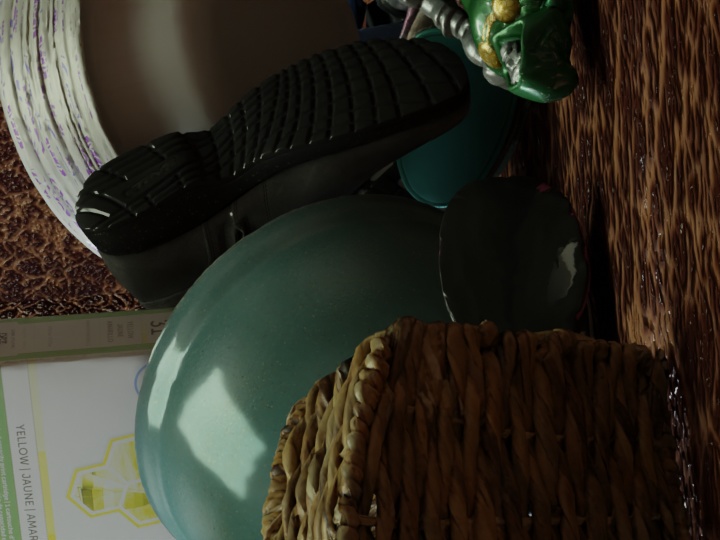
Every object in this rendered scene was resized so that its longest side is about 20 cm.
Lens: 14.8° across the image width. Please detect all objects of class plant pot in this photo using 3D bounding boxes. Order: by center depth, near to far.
[{"bbox_3d":[0.016,0.084,1.248,0.134,0.200,0.201,42,142,51],"label":"plant pot"}]

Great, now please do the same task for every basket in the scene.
[{"bbox_3d":[0.025,0.133,0.966,0.149,0.143,0.200,139,131,-56],"label":"basket"}]

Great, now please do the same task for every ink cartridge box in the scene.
[{"bbox_3d":[-0.078,0.087,1.305,0.048,0.200,0.146,-99,6,-61],"label":"ink cartridge box"}]

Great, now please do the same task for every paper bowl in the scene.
[{"bbox_3d":[-0.077,-0.101,1.390,0.201,0.104,0.201,20,-117,-47],"label":"paper bowl"}]

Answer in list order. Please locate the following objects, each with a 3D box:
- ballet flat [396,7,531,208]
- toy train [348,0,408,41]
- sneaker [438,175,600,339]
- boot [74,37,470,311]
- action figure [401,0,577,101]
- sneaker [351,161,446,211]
[{"bbox_3d":[0.053,-0.127,1.305,0.071,0.069,0.200,-65,-20,-57],"label":"ballet flat"},{"bbox_3d":[0.029,-0.103,1.580,0.200,0.087,0.114,94,163,-74],"label":"toy train"},{"bbox_3d":[0.075,0.067,1.131,0.086,0.080,0.200,60,-149,-69],"label":"sneaker"},{"bbox_3d":[-0.023,-0.023,1.310,0.070,0.200,0.132,-96,-18,-51],"label":"boot"},{"bbox_3d":[0.045,-0.138,1.146,0.200,0.055,0.118,-116,28,-42],"label":"action figure"},{"bbox_3d":[0.000,0.000,1.398,0.200,0.074,0.081,-50,-5,14],"label":"sneaker"}]
